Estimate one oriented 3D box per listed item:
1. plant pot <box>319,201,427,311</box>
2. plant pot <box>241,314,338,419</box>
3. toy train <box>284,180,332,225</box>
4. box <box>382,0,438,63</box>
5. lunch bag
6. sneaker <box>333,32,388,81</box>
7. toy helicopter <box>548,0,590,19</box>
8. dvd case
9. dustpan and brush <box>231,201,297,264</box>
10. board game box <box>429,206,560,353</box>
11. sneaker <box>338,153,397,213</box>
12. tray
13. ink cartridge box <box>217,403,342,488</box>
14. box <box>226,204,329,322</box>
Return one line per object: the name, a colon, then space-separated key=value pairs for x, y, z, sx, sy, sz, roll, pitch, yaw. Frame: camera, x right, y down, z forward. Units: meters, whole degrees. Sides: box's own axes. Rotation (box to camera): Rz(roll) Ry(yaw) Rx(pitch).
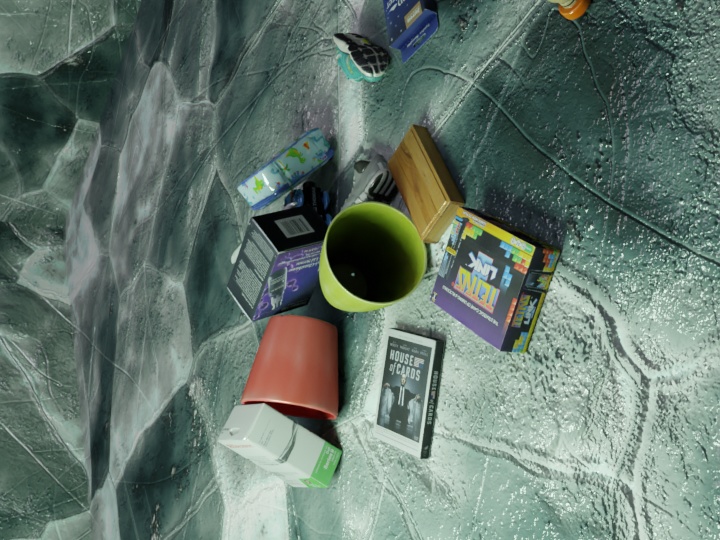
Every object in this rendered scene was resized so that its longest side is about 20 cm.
plant pot: x=0.000 y=0.000 z=1.553 sx=0.200 sy=0.185 sz=0.189 roll=132 pitch=137 yaw=-65
plant pot: x=-0.126 y=0.192 z=1.699 sx=0.200 sy=0.199 sz=0.179 roll=-17 pitch=59 yaw=56
toy train: x=-0.110 y=-0.087 z=1.817 sx=0.114 sy=0.086 sz=0.202 roll=143 pitch=125 yaw=-60
box: x=0.091 y=-0.511 z=1.623 sx=0.121 sy=0.032 sz=0.202 roll=-36 pitch=55 yaw=50
lunch bag: x=-0.160 y=-0.216 z=1.826 sx=0.083 sy=0.200 sz=0.160 roll=54 pitch=148 yaw=-11
sneaker: x=0.001 y=-0.421 z=1.731 sx=0.200 sy=0.077 sz=0.080 roll=-123 pitch=30 yaw=-53
toy helicopter: x=0.330 y=-0.465 z=1.207 sx=0.200 sy=0.079 sz=0.133 roll=-34 pitch=46 yaw=38
dvd case: x=0.083 y=0.210 z=1.493 sx=0.150 sy=0.025 sz=0.202 roll=9 pitch=92 yaw=58
dustpan and brush: x=-0.176 y=-0.085 z=1.736 sx=0.199 sy=0.139 sz=0.058 roll=-23 pitch=94 yaw=48
board game box: x=0.200 y=0.010 z=1.314 sx=0.200 sy=0.056 sz=0.167 roll=36 pitch=113 yaw=55
sneaker: x=-0.001 y=-0.143 z=1.669 sx=0.200 sy=0.075 sz=0.116 roll=-50 pitch=38 yaw=29
tray: x=0.112 y=-0.155 z=1.511 sx=0.099 sy=0.037 sz=0.201 roll=-56 pitch=40 yaw=36
ink cartridge box: x=-0.159 y=0.345 z=1.678 sx=0.146 sy=0.199 sz=0.085 roll=-18 pitch=41 yaw=55
box: x=-0.157 y=-0.014 z=1.679 sx=0.104 sy=0.147 sz=0.201 roll=50 pitch=137 yaw=27
